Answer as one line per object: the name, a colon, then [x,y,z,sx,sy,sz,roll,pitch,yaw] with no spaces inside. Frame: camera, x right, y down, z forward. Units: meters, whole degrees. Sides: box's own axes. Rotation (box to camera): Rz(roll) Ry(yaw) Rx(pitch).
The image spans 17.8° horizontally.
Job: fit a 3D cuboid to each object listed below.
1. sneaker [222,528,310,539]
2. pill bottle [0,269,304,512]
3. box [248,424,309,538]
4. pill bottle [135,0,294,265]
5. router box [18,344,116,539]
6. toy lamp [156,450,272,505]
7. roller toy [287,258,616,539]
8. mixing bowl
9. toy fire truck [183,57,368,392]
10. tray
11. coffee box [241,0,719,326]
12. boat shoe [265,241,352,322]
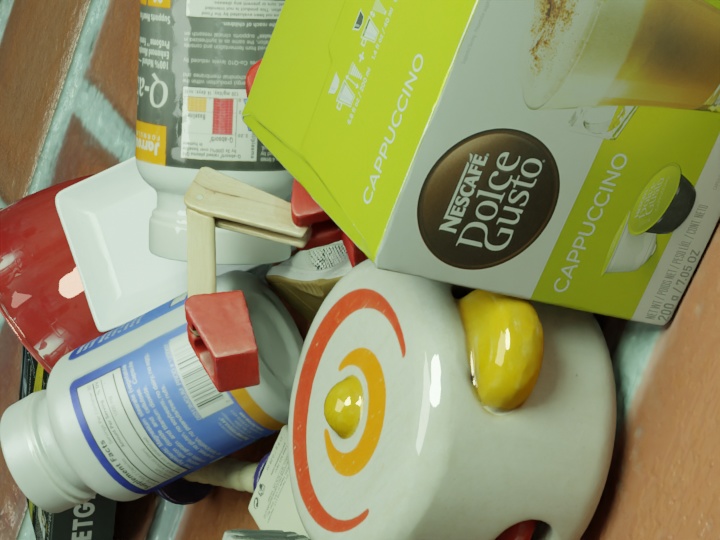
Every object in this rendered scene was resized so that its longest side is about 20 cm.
sneaker: [-0.026,0.209,1.312,0.200,0.075,0.082,-152,66,-69]
pill bottle: [-0.141,0.089,1.560,0.200,0.112,0.112,-27,52,20]
box: [0.008,0.177,1.399,0.069,0.082,0.200,-66,31,19]
pill bottle: [-0.088,-0.109,1.494,0.116,0.116,0.201,18,107,60]
router box: [-0.227,0.123,1.783,0.157,0.052,0.200,-110,23,-43]
toy lamp: [-0.099,0.142,1.615,0.200,0.058,0.058,1,81,61]
roller toy: [0.044,0.085,1.300,0.200,0.139,0.183,26,105,62]
mixing bowl: [-0.173,0.002,1.686,0.108,0.200,0.200,-40,43,19]
toy fire truck: [-0.052,-0.038,1.380,0.049,0.141,0.200,89,164,-62]
tray: [-0.107,-0.041,1.577,0.200,0.022,0.108,-23,79,16]
coffee box: [0.083,-0.113,1.256,0.200,0.197,0.200,49,122,54]
boat shoe: [0.000,0.000,1.499,0.069,0.071,0.200,-56,18,-14]
